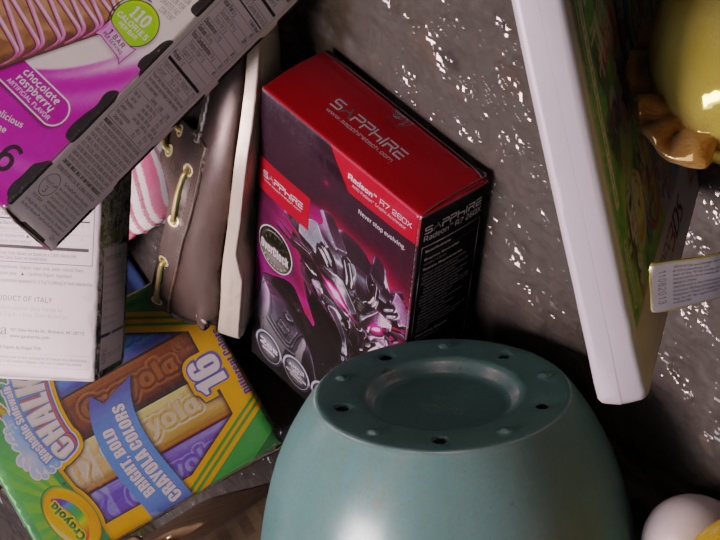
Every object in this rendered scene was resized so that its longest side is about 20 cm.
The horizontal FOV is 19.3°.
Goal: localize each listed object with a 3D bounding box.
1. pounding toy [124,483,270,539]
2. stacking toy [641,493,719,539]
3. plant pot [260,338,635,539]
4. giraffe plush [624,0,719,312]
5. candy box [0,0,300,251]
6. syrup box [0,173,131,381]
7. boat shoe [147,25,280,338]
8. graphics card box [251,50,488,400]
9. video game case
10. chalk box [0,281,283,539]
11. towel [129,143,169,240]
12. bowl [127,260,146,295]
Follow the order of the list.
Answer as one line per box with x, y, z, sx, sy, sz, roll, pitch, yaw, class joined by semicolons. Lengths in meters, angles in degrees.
-0.087;0.226;1.347;0.184;0.142;0.200;62;150;-3;pounding toy
0.185;0.149;0.929;0.200;0.146;0.146;-135;29;-59;stacking toy
0.043;0.129;1.034;0.200;0.200;0.161;23;123;46;plant pot
0.165;-0.051;0.742;0.162;0.200;0.173;-113;30;-50;giraffe plush
-0.136;-0.129;1.063;0.136;0.200;0.061;42;175;27;candy box
-0.171;-0.043;1.162;0.079;0.081;0.201;-45;-43;-84;syrup box
-0.080;-0.055;1.141;0.059;0.072;0.200;13;125;8;boat shoe
0.000;0.000;1.118;0.125;0.051;0.200;40;145;30;graphics card box
0.094;-0.081;0.804;0.022;0.182;0.200;-6;115;19;video game case
-0.167;0.098;1.274;0.124;0.200;0.125;63;170;-4;chalk box
-0.134;-0.103;1.249;0.147;0.030;0.200;60;149;-2;towel
-0.189;0.045;1.447;0.201;0.039;0.201;37;142;35;bowl
